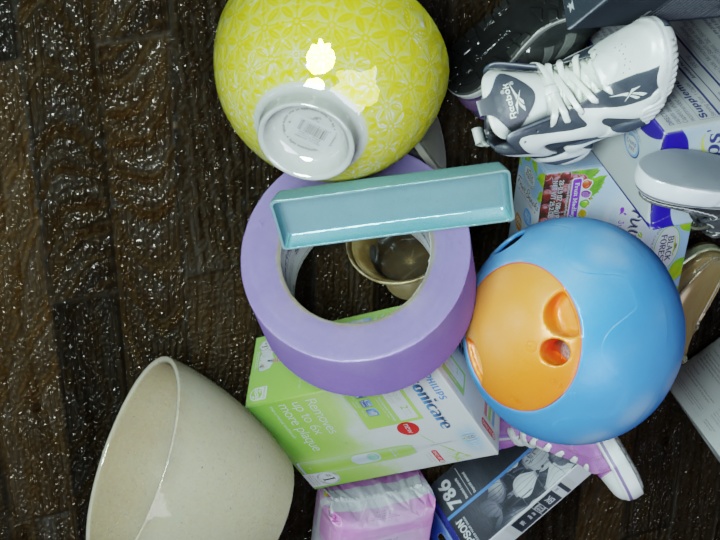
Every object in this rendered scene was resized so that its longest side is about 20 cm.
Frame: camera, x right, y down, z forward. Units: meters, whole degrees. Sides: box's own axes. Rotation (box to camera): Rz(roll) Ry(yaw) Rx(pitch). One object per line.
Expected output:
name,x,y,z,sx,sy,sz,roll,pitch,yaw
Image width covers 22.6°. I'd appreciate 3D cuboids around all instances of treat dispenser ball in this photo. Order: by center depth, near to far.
treat dispenser ball,0.189,0.054,1.603,0.199,0.201,0.203,-12,129,-15

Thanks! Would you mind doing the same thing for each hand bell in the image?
hand bell,0.056,0.023,1.697,0.103,0.105,0.201,-26,145,-4

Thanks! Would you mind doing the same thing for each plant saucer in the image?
plant saucer,0.027,-0.055,1.487,0.197,0.019,0.070,-7,145,5

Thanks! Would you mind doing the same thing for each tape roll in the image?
tape roll,0.000,0.000,1.549,0.198,0.201,0.085,-25,155,-5

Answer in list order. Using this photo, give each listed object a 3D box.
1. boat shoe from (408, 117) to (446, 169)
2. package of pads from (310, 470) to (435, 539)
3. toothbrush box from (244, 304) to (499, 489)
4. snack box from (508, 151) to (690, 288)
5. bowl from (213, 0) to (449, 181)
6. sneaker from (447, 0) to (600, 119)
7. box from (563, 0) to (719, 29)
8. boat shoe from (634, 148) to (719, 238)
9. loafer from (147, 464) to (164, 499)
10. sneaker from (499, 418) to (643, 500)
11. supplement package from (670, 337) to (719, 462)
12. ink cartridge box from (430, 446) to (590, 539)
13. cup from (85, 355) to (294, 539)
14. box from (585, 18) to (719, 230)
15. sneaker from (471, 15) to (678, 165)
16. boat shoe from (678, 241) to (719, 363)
boat shoe,0.011,-0.149,1.552,0.062,0.073,0.200,-18,136,24
package of pads,0.005,0.304,1.876,0.119,0.076,0.202,-5,127,-18
toothbrush box,0.014,0.117,1.677,0.198,0.087,0.146,-14,137,23
snack box,0.229,-0.034,1.725,0.167,0.068,0.202,-7,128,-17
bowl,-0.033,-0.137,1.445,0.198,0.108,0.201,8,136,7
sneaker,0.168,-0.209,1.574,0.199,0.076,0.087,-36,142,13
box,0.263,-0.290,1.475,0.198,0.150,0.107,-8,171,-20
boat shoe,0.308,-0.057,1.506,0.198,0.070,0.067,-2,125,-31
loafer,-0.131,0.242,1.771,0.072,0.073,0.200,-38,132,2
sneaker,0.189,0.167,1.789,0.114,0.201,0.073,-39,161,3
supplement package,0.461,0.142,1.909,0.199,0.152,0.151,-36,132,5
ink cartridge box,0.141,0.229,1.863,0.200,0.100,0.039,-44,142,11
cup,-0.145,0.195,1.625,0.142,0.201,0.201,21,115,-22
box,0.310,-0.146,1.602,0.198,0.185,0.106,-11,131,-16
sneaker,0.165,-0.148,1.496,0.128,0.080,0.199,-5,167,-32
boat shoe,0.315,0.065,1.835,0.071,0.076,0.201,19,115,-34
